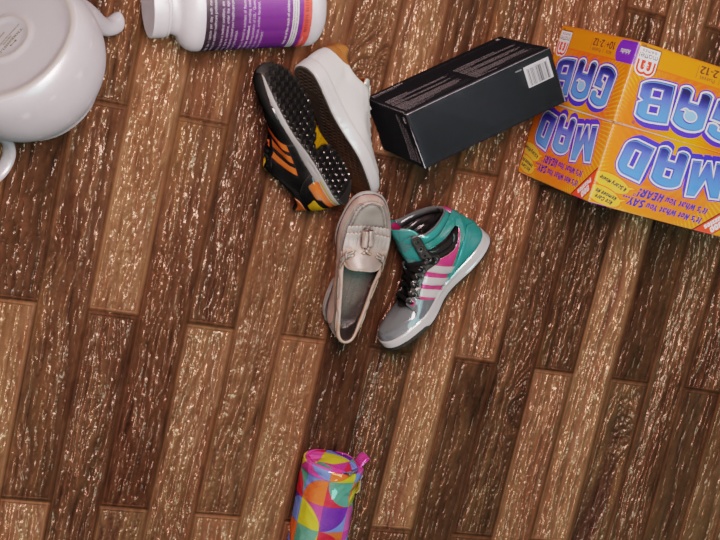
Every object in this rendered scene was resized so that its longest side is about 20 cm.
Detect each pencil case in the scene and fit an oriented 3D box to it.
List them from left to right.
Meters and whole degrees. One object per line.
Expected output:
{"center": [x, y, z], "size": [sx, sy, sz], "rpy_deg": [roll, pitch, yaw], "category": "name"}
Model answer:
{"center": [-0.049, 0.332, 1.865], "size": [0.088, 0.088, 0.201], "rpy_deg": [9, 103, -22], "category": "pencil case"}

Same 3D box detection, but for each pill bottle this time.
{"center": [-0.146, -0.310, 1.635], "size": [0.199, 0.112, 0.113], "rpy_deg": [-6, 106, -19], "category": "pill bottle"}

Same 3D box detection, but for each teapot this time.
{"center": [-0.361, -0.210, 1.565], "size": [0.199, 0.198, 0.146], "rpy_deg": [-16, 149, 6], "category": "teapot"}

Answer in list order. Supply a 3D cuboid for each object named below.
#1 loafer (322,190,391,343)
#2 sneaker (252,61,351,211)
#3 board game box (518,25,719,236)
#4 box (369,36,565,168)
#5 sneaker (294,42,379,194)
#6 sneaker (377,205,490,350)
{"center": [0.000, 0.000, 1.770], "size": [0.072, 0.063, 0.200], "rpy_deg": [5, 123, -15], "category": "loafer"}
{"center": [-0.093, -0.152, 1.715], "size": [0.090, 0.070, 0.200], "rpy_deg": [-16, 118, 30], "category": "sneaker"}
{"center": [0.355, -0.180, 1.809], "size": [0.200, 0.200, 0.200], "rpy_deg": [13, 100, -22], "category": "board game box"}
{"center": [0.127, -0.209, 1.750], "size": [0.200, 0.141, 0.079], "rpy_deg": [-26, 114, -12], "category": "box"}
{"center": [-0.006, -0.185, 1.745], "size": [0.085, 0.073, 0.200], "rpy_deg": [-41, 126, -28], "category": "sneaker"}
{"center": [0.067, -0.005, 1.812], "size": [0.121, 0.084, 0.200], "rpy_deg": [44, 79, -30], "category": "sneaker"}
